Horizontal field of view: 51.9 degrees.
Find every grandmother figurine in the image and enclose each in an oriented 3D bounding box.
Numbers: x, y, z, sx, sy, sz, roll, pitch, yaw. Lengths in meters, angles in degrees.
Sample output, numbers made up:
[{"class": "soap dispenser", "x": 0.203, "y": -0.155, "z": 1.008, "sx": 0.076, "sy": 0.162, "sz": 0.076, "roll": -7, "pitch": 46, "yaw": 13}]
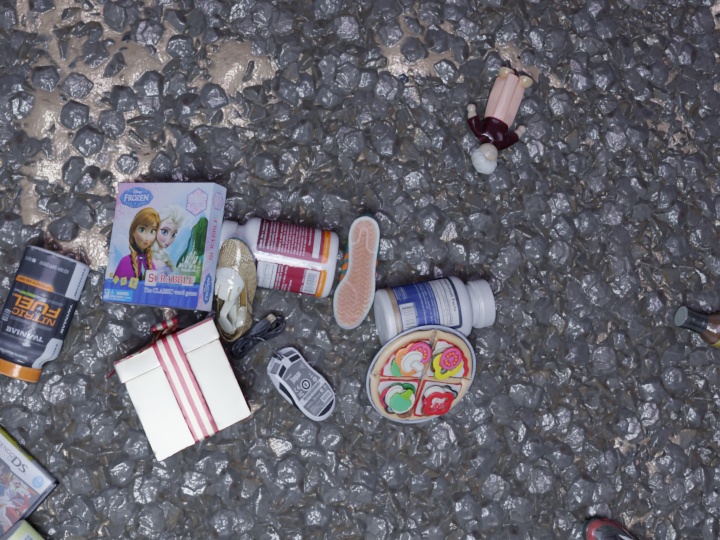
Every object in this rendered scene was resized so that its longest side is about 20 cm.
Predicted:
[{"class": "grandmother figurine", "x": 0.251, "y": -0.274, "z": 1.374, "sx": 0.119, "sy": 0.061, "sz": 0.204, "roll": 19, "pitch": 78, "yaw": 2}]

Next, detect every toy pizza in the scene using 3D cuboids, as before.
[{"class": "toy pizza", "x": 0.107, "y": 0.184, "z": 1.255, "sx": 0.196, "sy": 0.032, "sz": 0.204, "roll": -7, "pitch": 120, "yaw": -12}]

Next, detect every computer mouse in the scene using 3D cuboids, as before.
[{"class": "computer mouse", "x": -0.124, "y": 0.176, "z": 1.260, "sx": 0.201, "sy": 0.044, "sz": 0.109, "roll": 50, "pitch": 56, "yaw": -3}]

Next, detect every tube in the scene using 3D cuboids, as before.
[{"class": "tube", "x": -0.484, "y": 0.482, "z": 1.165, "sx": 0.057, "sy": 0.052, "sz": 0.201, "roll": -29, "pitch": 106, "yaw": 29}]

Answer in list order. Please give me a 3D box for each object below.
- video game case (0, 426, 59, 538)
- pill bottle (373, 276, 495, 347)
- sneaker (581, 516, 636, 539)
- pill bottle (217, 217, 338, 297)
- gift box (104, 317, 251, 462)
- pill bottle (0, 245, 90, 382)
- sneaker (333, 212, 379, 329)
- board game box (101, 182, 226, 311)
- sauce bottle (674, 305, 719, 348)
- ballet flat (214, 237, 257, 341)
[{"class": "video game case", "x": -0.615, "y": 0.355, "z": 1.171, "sx": 0.180, "sy": 0.025, "sz": 0.200, "roll": 43, "pitch": 79, "yaw": -3}, {"class": "pill bottle", "x": 0.128, "y": 0.072, "z": 1.285, "sx": 0.195, "sy": 0.111, "sz": 0.114, "roll": -10, "pitch": 85, "yaw": -10}, {"class": "sneaker", "x": 0.480, "y": 0.510, "z": 1.300, "sx": 0.200, "sy": 0.098, "sz": 0.071, "roll": 41, "pitch": 81, "yaw": -1}, {"class": "pill bottle", "x": -0.141, "y": -0.026, "z": 1.250, "sx": 0.196, "sy": 0.113, "sz": 0.116, "roll": 11, "pitch": 82, "yaw": -8}, {"class": "gift box", "x": -0.293, "y": 0.177, "z": 1.167, "sx": 0.197, "sy": 0.184, "sz": 0.190, "roll": -23, "pitch": 89, "yaw": -17}, {"class": "pill bottle", "x": -0.516, "y": 0.072, "z": 1.180, "sx": 0.104, "sy": 0.106, "sz": 0.204, "roll": 18, "pitch": 81, "yaw": -7}, {"class": "sneaker", "x": 0.000, "y": 0.000, "z": 1.296, "sx": 0.070, "sy": 0.080, "sz": 0.204, "roll": 13, "pitch": 102, "yaw": 3}, {"class": "board game box", "x": -0.322, "y": -0.041, "z": 1.209, "sx": 0.196, "sy": 0.041, "sz": 0.204, "roll": 2, "pitch": 81, "yaw": 24}, {"class": "sauce bottle", "x": 0.691, "y": 0.119, "z": 1.399, "sx": 0.196, "sy": 0.065, "sz": 0.066, "roll": 19, "pitch": 81, "yaw": -5}, {"class": "ballet flat", "x": -0.205, "y": 0.041, "z": 1.195, "sx": 0.069, "sy": 0.203, "sz": 0.066, "roll": 15, "pitch": 43, "yaw": 13}]
